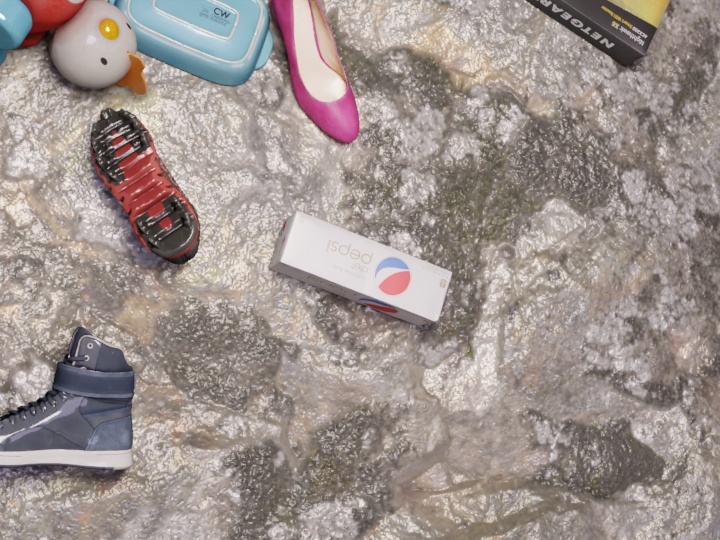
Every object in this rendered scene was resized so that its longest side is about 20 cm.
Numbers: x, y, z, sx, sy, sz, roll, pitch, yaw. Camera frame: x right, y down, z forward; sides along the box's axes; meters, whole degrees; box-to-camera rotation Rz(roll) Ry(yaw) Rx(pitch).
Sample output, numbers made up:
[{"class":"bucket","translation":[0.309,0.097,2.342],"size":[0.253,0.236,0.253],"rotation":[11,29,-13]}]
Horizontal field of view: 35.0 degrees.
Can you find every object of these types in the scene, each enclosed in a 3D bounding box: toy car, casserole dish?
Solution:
[{"class":"toy car","translation":[-0.298,-0.263,1.214],"size":[0.199,0.176,0.186],"rotation":[36,63,-23]},{"class":"casserole dish","translation":[-0.191,-0.293,1.307],"size":[0.198,0.039,0.122],"rotation":[21,79,-14]}]

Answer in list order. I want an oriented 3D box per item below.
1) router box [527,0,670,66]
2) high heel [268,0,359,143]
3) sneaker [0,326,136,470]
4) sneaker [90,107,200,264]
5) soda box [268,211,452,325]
[{"class":"router box","translation":[0.303,-0.383,1.457],"size":[0.199,0.052,0.158],"rotation":[30,77,-11]},{"class":"high heel","translation":[-0.045,-0.246,1.314],"size":[0.067,0.096,0.202],"rotation":[-21,90,-18]},{"class":"sneaker","translation":[-0.332,0.129,1.189],"size":[0.200,0.077,0.148],"rotation":[5,94,-26]},{"class":"sneaker","translation":[-0.234,-0.087,1.255],"size":[0.070,0.098,0.201],"rotation":[-31,70,-5]},{"class":"soda box","translation":[0.000,0.000,1.314],"size":[0.198,0.068,0.064],"rotation":[21,78,-13]}]
